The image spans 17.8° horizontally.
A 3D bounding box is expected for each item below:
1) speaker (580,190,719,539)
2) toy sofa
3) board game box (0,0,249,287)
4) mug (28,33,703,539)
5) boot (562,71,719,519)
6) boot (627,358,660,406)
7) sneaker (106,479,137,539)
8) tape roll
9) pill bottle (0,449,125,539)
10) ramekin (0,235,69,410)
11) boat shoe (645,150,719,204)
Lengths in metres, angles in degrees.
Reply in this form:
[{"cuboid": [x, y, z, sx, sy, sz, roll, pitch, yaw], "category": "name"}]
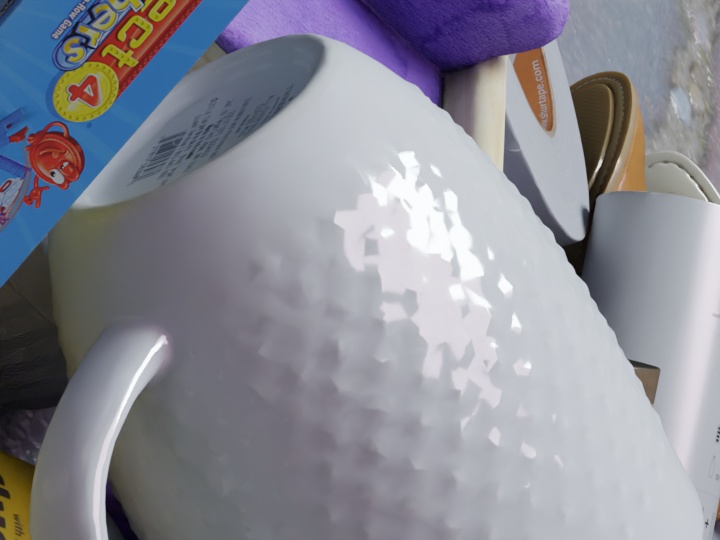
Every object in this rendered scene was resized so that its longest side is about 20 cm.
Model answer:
[{"cuboid": [0.124, 0.068, 1.011, 0.081, 0.081, 0.201, 23, 76, -50], "category": "speaker"}, {"cuboid": [-0.019, -0.096, 0.739, 0.200, 0.097, 0.083, 42, 40, -38], "category": "toy sofa"}, {"cuboid": [-0.117, -0.098, 0.625, 0.056, 0.196, 0.200, 32, 15, -45], "category": "board game box"}, {"cuboid": [-0.017, 0.045, 0.634, 0.176, 0.147, 0.200, 60, 42, -21], "category": "mug"}, {"cuboid": [0.136, 0.017, 1.134, 0.155, 0.074, 0.200, 34, 59, -39], "category": "boot"}, {"cuboid": [0.063, 0.063, 0.946, 0.073, 0.200, 0.076, 8, 92, -12], "category": "boot"}, {"cuboid": [-0.035, 0.119, 0.812, 0.200, 0.080, 0.089, 36, 55, -42], "category": "sneaker"}, {"cuboid": [0.039, -0.100, 1.011, 0.200, 0.066, 0.201, -16, 90, -75], "category": "tape roll"}, {"cuboid": [-0.131, 0.096, 0.637, 0.200, 0.112, 0.112, 33, 46, -44], "category": "pill bottle"}, {"cuboid": [-0.106, -0.048, 0.770, 0.200, 0.105, 0.201, 35, 44, -43], "category": "ramekin"}, {"cuboid": [0.187, 0.030, 1.211, 0.060, 0.072, 0.200, -33, 104, -64], "category": "boat shoe"}]
